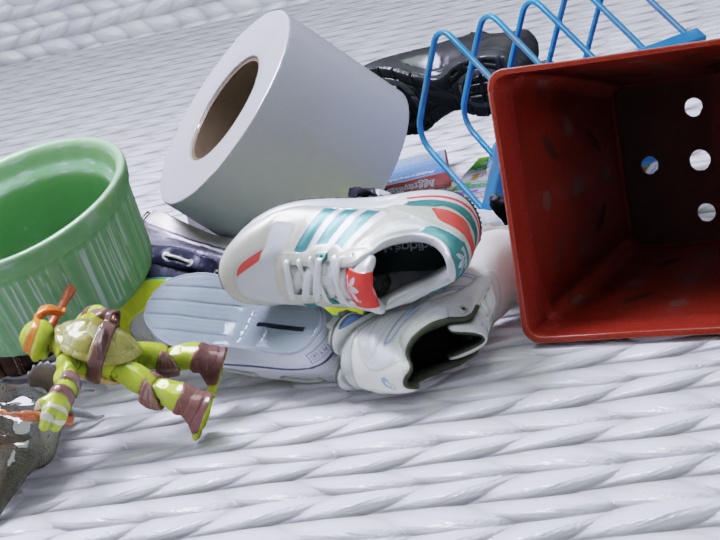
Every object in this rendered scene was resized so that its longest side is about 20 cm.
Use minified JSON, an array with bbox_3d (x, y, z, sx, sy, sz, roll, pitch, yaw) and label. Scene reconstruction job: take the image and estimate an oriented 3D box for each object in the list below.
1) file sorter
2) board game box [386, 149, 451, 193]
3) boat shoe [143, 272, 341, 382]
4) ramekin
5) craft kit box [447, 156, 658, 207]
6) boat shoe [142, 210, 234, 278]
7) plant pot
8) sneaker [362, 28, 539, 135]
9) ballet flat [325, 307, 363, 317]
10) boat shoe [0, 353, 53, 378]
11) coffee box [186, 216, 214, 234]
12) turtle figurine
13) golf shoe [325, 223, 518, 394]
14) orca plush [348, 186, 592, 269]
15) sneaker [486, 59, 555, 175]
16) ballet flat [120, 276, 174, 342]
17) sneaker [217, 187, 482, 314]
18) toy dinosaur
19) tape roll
[{"bbox_3d":[0.164,-0.152,1.341,0.199,0.139,0.123,-22,55,-25],"label":"file sorter"},{"bbox_3d":[-0.002,-0.088,1.695,0.198,0.020,0.103,-12,15,5],"label":"board game box"},{"bbox_3d":[-0.087,0.055,1.233,0.199,0.067,0.074,14,64,44],"label":"boat shoe"},{"bbox_3d":[-0.272,-0.018,1.335,0.198,0.098,0.201,-16,31,10],"label":"ramekin"},{"bbox_3d":[0.173,-0.068,1.452,0.198,0.049,0.198,-6,21,26],"label":"craft kit box"},{"bbox_3d":[-0.137,0.019,1.404,0.199,0.075,0.093,19,67,37],"label":"boat shoe"},{"bbox_3d":[0.230,-0.069,1.178,0.199,0.202,0.176,-4,10,29],"label":"plant pot"},{"bbox_3d":[0.082,-0.183,1.500,0.199,0.076,0.091,-1,35,35],"label":"sneaker"},{"bbox_3d":[0.000,0.000,1.306,0.066,0.067,0.200,-10,19,9],"label":"ballet flat"},{"bbox_3d":[-0.306,0.041,1.442,0.070,0.071,0.200,-22,26,-4],"label":"boat shoe"},{"bbox_3d":[-0.077,-0.089,1.598,0.198,0.115,0.080,-12,14,3],"label":"coffee box"},{"bbox_3d":[-0.180,0.060,1.163,0.160,0.065,0.200,16,22,-2],"label":"turtle figurine"},{"bbox_3d":[0.075,0.036,1.163,0.199,0.079,0.097,-34,30,-26],"label":"golf shoe"},{"bbox_3d":[0.081,-0.013,1.248,0.199,0.072,0.105,22,-29,-16],"label":"orca plush"},{"bbox_3d":[0.156,-0.146,1.489,0.078,0.091,0.200,-8,18,18],"label":"sneaker"},{"bbox_3d":[-0.135,0.040,1.330,0.198,0.067,0.067,-7,46,18],"label":"ballet flat"},{"bbox_3d":[-0.013,-0.006,1.131,0.198,0.071,0.094,-9,23,12],"label":"sneaker"},{"bbox_3d":[-0.253,0.116,1.146,0.102,0.077,0.200,-21,14,1],"label":"toy dinosaur"},{"bbox_3d":[-0.069,-0.112,1.434,0.203,0.139,0.203,-45,25,29],"label":"tape roll"}]
